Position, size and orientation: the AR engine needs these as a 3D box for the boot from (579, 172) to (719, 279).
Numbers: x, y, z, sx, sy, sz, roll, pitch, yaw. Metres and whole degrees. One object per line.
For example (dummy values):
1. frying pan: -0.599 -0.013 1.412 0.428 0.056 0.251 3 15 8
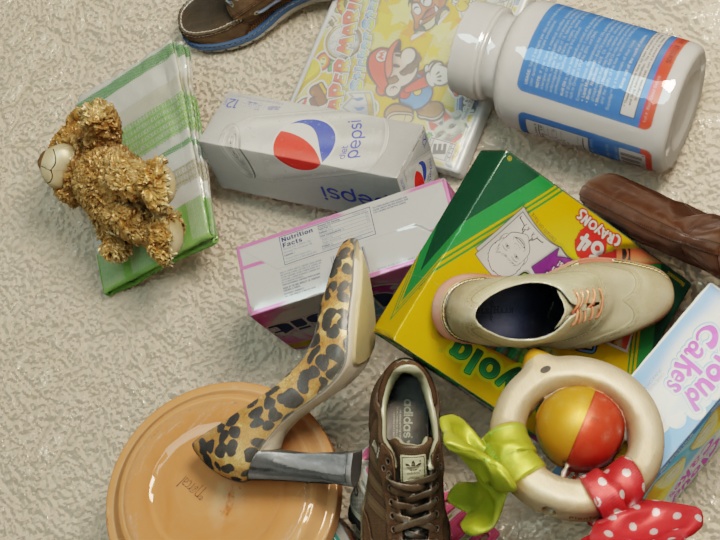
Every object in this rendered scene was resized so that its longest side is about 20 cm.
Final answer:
1. boot: 0.293 -0.023 1.456 0.200 0.186 0.065 24 94 53

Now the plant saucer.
1. plant saucer: -0.114 0.184 1.479 0.199 0.032 0.201 -6 62 11

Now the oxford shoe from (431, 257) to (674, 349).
1. oxford shoe: 0.158 0.031 1.374 0.199 0.074 0.071 -8 97 -19

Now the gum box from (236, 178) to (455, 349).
1. gum box: 0.000 0.000 1.526 0.199 0.114 0.066 -17 67 12

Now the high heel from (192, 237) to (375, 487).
1. high heel: -0.064 0.071 1.445 0.142 0.071 0.201 3 82 18

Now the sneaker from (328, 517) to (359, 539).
1. sneaker: -0.011 0.299 1.454 0.080 0.071 0.201 -23 67 6

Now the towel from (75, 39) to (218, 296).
1. towel: -0.195 -0.093 1.654 0.149 0.031 0.201 -26 66 35

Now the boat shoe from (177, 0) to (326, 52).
1. boat shoe: -0.093 -0.267 1.659 0.199 0.072 0.073 -24 64 21

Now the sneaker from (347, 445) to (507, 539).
1. sneaker: 0.060 0.232 1.450 0.074 0.088 0.200 -31 72 -38

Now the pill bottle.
1. pill bottle: 0.179 -0.162 1.516 0.199 0.112 0.113 20 79 18

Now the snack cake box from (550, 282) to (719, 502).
1. snack cake box: 0.240 0.117 1.407 0.067 0.115 0.200 39 88 25

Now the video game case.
1. video game case: 0.046 -0.198 1.628 0.181 0.023 0.201 18 79 23

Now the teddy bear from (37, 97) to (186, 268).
1. teddy bear: -0.222 -0.075 1.592 0.067 0.145 0.200 -28 56 -28

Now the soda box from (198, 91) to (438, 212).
1. soda box: -0.037 -0.099 1.584 0.199 0.068 0.064 13 57 25

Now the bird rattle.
1. bird rattle: 0.158 0.135 1.315 0.199 0.113 0.164 14 61 20

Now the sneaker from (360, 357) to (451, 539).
1. sneaker: 0.032 0.164 1.379 0.070 0.076 0.201 -5 69 -1

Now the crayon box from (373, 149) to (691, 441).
1. crayon box: 0.138 0.030 1.437 0.200 0.058 0.173 34 82 -18
